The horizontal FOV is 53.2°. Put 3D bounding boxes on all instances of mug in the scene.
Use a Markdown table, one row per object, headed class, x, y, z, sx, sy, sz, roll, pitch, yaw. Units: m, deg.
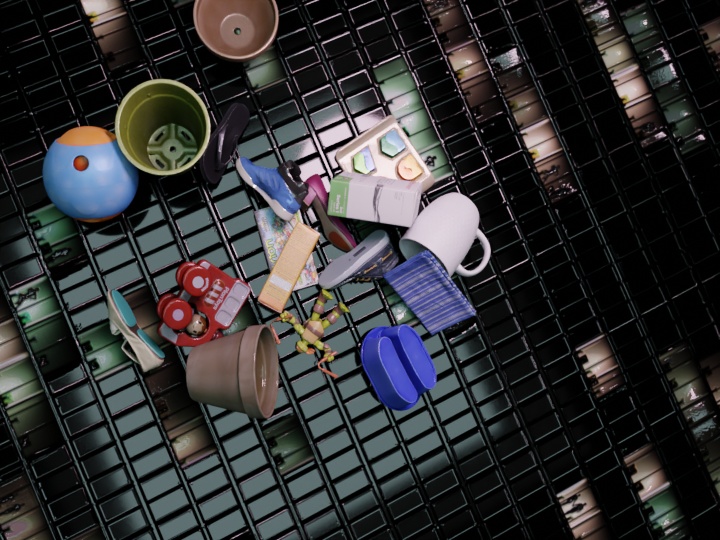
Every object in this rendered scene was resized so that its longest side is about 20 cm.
| class | x | y | z | sx | sy | sz | roll | pitch | yaw |
| --- | --- | --- | --- | --- | --- | --- | --- | --- | --- |
| mug | 0.217 | -0.072 | 1.695 | 0.199 | 0.148 | 0.176 | 39 | 71 | 2 |

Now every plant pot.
| class | x | y | z | sx | sy | sz | roll | pitch | yaw |
| --- | --- | --- | --- | --- | --- | --- | --- | --- | --- |
| plant pot | -0.292 | -0.581 | 1.693 | 0.195 | 0.093 | 0.207 | 1 | 84 | -10 |
| plant pot | -0.428 | -0.291 | 1.595 | 0.194 | 0.190 | 0.206 | 1 | 84 | -9 |
| plant pot | -0.284 | 0.224 | 1.581 | 0.168 | 0.200 | 0.206 | -3 | 85 | 7 |

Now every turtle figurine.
| class | x | y | z | sx | sy | sz | roll | pitch | yaw |
| --- | --- | --- | --- | --- | --- | --- | --- | --- | --- |
| turtle figurine | -0.096 | 0.139 | 1.667 | 0.199 | 0.064 | 0.162 | 39 | 93 | 1 |

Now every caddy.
| class | x | y | z | sx | sy | sz | roll | pitch | yaw |
| --- | --- | --- | --- | --- | --- | --- | --- | --- | --- |
| caddy | 0.085 | 0.224 | 1.671 | 0.140 | 0.104 | 0.204 | -27 | 89 | -34 |

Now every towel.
| class | x | y | z | sx | sy | sz | roll | pitch | yaw |
| --- | --- | --- | --- | --- | --- | --- | --- | --- | --- |
| towel | 0.158 | 0.056 | 1.669 | 0.201 | 0.143 | 0.024 | 49 | 39 | -15 |

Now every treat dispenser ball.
| class | x | y | z | sx | sy | sz | roll | pitch | yaw |
| --- | --- | --- | --- | --- | --- | --- | --- | --- | --- |
| treat dispenser ball | -0.582 | -0.208 | 1.557 | 0.195 | 0.201 | 0.207 | 1 | 84 | -9 |

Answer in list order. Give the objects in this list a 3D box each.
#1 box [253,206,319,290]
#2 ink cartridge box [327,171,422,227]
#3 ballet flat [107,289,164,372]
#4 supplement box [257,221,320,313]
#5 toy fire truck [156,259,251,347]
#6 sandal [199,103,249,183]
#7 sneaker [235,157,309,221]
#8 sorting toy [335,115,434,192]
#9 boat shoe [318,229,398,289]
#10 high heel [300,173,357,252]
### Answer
| class | x | y | z | sx | sy | sz | roll | pitch | yaw |
| --- | --- | --- | --- | --- | --- | --- | --- | --- | --- |
| box | -0.174 | -0.053 | 1.690 | 0.107 | 0.035 | 0.205 | -16 | 87 | -10 |
| ink cartridge box | 0.036 | -0.165 | 1.642 | 0.194 | 0.146 | 0.087 | 10 | 106 | 9 |
| ballet flat | -0.519 | 0.140 | 1.606 | 0.069 | 0.069 | 0.202 | -36 | 91 | -10 |
| supplement box | -0.163 | -0.006 | 1.636 | 0.068 | 0.067 | 0.204 | 25 | 82 | -5 |
| toy fire truck | -0.357 | 0.084 | 1.620 | 0.166 | 0.112 | 0.203 | 34 | 81 | -23 |
| sandal | -0.313 | -0.298 | 1.668 | 0.042 | 0.076 | 0.204 | 16 | 79 | 36 |
| sneaker | -0.196 | -0.219 | 1.649 | 0.200 | 0.076 | 0.112 | 47 | 105 | 22 |
| sorting toy | 0.062 | -0.249 | 1.745 | 0.183 | 0.036 | 0.202 | -34 | 91 | -11 |
| boat shoe | 0.000 | 0.000 | 1.685 | 0.198 | 0.071 | 0.092 | -36 | 124 | -3 |
| high heel | -0.063 | -0.137 | 1.707 | 0.200 | 0.067 | 0.097 | 47 | 56 | -14 |
